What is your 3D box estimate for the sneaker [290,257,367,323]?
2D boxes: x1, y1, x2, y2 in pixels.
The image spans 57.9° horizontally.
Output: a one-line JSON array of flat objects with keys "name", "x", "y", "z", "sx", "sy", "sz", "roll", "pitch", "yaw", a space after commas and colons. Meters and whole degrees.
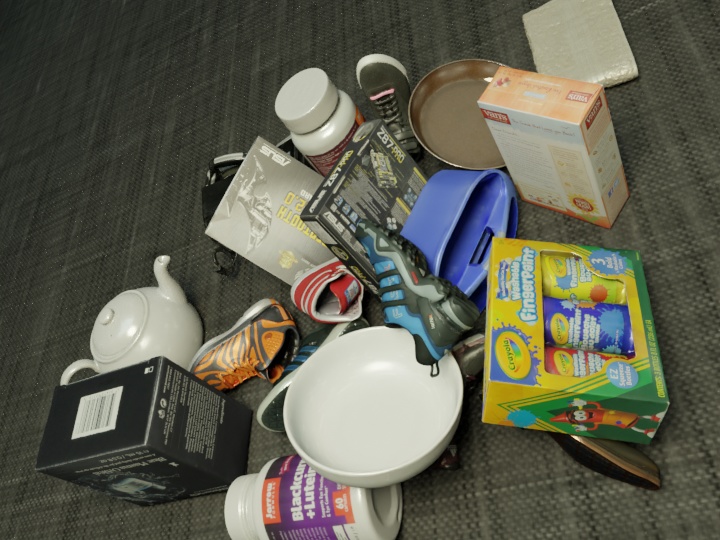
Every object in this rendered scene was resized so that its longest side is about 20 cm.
[{"name": "sneaker", "x": 0.000, "y": 0.000, "z": 0.886, "sx": 0.198, "sy": 0.072, "sz": 0.112, "roll": -37, "pitch": 20, "yaw": -7}]

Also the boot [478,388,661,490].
[{"name": "boot", "x": 0.232, "y": 0.141, "z": 0.685, "sx": 0.197, "sy": 0.075, "sz": 0.098, "roll": 27, "pitch": 70, "yaw": 28}]

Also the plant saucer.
[{"name": "plant saucer", "x": 0.166, "y": -0.220, "z": 0.939, "sx": 0.194, "sy": 0.032, "sz": 0.205, "roll": -2, "pitch": 62, "yaw": 3}]

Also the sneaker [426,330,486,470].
[{"name": "sneaker", "x": 0.110, "y": 0.166, "z": 0.761, "sx": 0.199, "sy": 0.075, "sz": 0.117, "roll": -39, "pitch": 53, "yaw": 20}]

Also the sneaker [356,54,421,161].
[{"name": "sneaker", "x": 0.049, "y": -0.226, "z": 0.959, "sx": 0.069, "sy": 0.200, "sz": 0.102, "roll": -13, "pitch": 66, "yaw": 15}]

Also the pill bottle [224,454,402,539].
[{"name": "pill bottle", "x": -0.058, "y": 0.273, "z": 0.766, "sx": 0.196, "sy": 0.111, "sz": 0.114, "roll": -16, "pitch": 54, "yaw": 24}]

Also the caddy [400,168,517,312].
[{"name": "caddy", "x": 0.130, "y": -0.032, "z": 0.814, "sx": 0.103, "sy": 0.141, "sz": 0.203, "roll": 15, "pitch": 72, "yaw": 41}]

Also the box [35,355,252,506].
[{"name": "box", "x": -0.283, "y": 0.226, "z": 0.880, "sx": 0.193, "sy": 0.200, "sz": 0.120, "roll": -17, "pitch": 53, "yaw": 23}]

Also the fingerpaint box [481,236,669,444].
[{"name": "fingerpaint box", "x": 0.212, "y": 0.063, "z": 0.677, "sx": 0.162, "sy": 0.074, "sz": 0.203, "roll": 6, "pitch": 45, "yaw": 9}]

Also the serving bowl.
[{"name": "serving bowl", "x": 0.018, "y": 0.154, "z": 0.708, "sx": 0.195, "sy": 0.067, "sz": 0.202, "roll": -10, "pitch": 36, "yaw": 7}]

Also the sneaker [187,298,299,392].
[{"name": "sneaker", "x": -0.170, "y": 0.139, "z": 0.943, "sx": 0.200, "sy": 0.078, "sz": 0.112, "roll": -47, "pitch": 47, "yaw": -1}]

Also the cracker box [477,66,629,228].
[{"name": "cracker box", "x": 0.235, "y": -0.144, "z": 0.776, "sx": 0.133, "sy": 0.200, "sz": 0.058, "roll": 28, "pitch": 78, "yaw": 40}]

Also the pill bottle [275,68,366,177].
[{"name": "pill bottle", "x": -0.038, "y": -0.200, "z": 0.985, "sx": 0.107, "sy": 0.200, "sz": 0.112, "roll": -15, "pitch": 54, "yaw": 23}]

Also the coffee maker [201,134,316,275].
[{"name": "coffee maker", "x": -0.147, "y": -0.111, "z": 1.066, "sx": 0.196, "sy": 0.134, "sz": 0.197, "roll": -18, "pitch": 77, "yaw": 23}]

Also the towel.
[{"name": "towel", "x": 0.315, "y": -0.329, "z": 0.951, "sx": 0.130, "sy": 0.034, "sz": 0.204, "roll": -18, "pitch": 55, "yaw": 24}]

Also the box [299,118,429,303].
[{"name": "box", "x": 0.034, "y": -0.065, "z": 0.844, "sx": 0.049, "sy": 0.200, "sz": 0.163, "roll": 6, "pitch": 57, "yaw": 53}]

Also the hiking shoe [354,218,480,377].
[{"name": "hiking shoe", "x": 0.041, "y": 0.018, "z": 0.724, "sx": 0.087, "sy": 0.074, "sz": 0.200, "roll": -53, "pitch": 48, "yaw": 14}]

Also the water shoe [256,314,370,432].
[{"name": "water shoe", "x": -0.065, "y": 0.136, "z": 0.897, "sx": 0.200, "sy": 0.072, "sz": 0.079, "roll": -44, "pitch": 27, "yaw": -4}]

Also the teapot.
[{"name": "teapot", "x": -0.361, "y": 0.108, "z": 1.040, "sx": 0.193, "sy": 0.146, "sz": 0.204, "roll": -16, "pitch": 55, "yaw": 24}]

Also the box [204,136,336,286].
[{"name": "box", "x": -0.103, "y": -0.072, "z": 0.949, "sx": 0.161, "sy": 0.197, "sz": 0.048, "roll": -59, "pitch": 9, "yaw": -3}]
